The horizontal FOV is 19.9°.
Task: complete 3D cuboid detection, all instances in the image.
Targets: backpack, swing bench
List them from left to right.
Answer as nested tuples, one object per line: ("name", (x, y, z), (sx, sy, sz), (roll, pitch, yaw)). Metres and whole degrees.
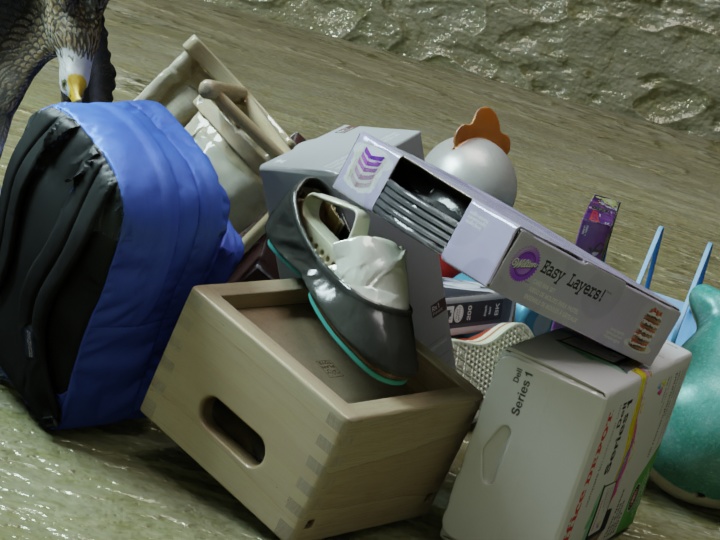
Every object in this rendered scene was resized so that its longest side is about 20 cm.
("backpack", (-0.172, -0.020, 1.426), (0.167, 0.201, 0.162), (-11, 41, -42))
("swing bench", (-0.155, -0.062, 1.641), (0.130, 0.199, 0.200), (44, 6, -17))

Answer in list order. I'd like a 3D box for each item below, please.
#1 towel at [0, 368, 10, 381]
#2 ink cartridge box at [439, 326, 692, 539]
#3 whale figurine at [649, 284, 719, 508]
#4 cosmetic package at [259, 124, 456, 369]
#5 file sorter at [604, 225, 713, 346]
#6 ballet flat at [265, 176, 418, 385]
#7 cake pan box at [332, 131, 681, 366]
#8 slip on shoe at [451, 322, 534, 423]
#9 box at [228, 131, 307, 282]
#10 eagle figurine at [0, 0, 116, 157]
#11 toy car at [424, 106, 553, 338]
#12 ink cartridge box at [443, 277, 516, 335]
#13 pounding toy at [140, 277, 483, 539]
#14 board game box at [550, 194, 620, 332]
("towel", (-0.287, 0.043, 1.515), (0.198, 0.024, 0.147), (13, 14, -11))
("ink cartridge box", (0.149, 0.121, 1.451), (0.083, 0.146, 0.200), (24, 15, 22))
("whale figurine", (0.293, 0.090, 1.656), (0.158, 0.104, 0.201), (17, 57, 4))
("cosmetic package", (0.000, 0.000, 1.541), (0.090, 0.202, 0.107), (10, 29, 38))
("file sorter", (0.285, 0.051, 1.812), (0.198, 0.123, 0.139), (20, 52, 12))
("ballet flat", (-0.010, -0.003, 1.391), (0.068, 0.069, 0.200), (12, 24, -37))
("cake pan box", (0.100, -0.017, 1.417), (0.199, 0.053, 0.184), (24, 5, -45))
("slip on shoe", (0.079, 0.089, 1.693), (0.061, 0.075, 0.199), (-17, 1, 33))
("box", (-0.056, -0.012, 1.678), (0.100, 0.075, 0.201), (42, 29, -20))
("eagle figurine", (-0.217, -0.160, 1.470), (0.151, 0.200, 0.151), (39, 38, -7))
("toy car", (0.105, -0.053, 1.939), (0.184, 0.202, 0.176), (29, 12, 41))
("ink cartridge box", (0.002, 0.027, 1.776), (0.197, 0.044, 0.199), (9, 8, 34))
("pounding toy", (-0.046, 0.095, 1.415), (0.200, 0.143, 0.183), (38, 24, 30))
("board game box", (0.168, 0.046, 1.653), (0.032, 0.202, 0.120), (15, 13, 3))
